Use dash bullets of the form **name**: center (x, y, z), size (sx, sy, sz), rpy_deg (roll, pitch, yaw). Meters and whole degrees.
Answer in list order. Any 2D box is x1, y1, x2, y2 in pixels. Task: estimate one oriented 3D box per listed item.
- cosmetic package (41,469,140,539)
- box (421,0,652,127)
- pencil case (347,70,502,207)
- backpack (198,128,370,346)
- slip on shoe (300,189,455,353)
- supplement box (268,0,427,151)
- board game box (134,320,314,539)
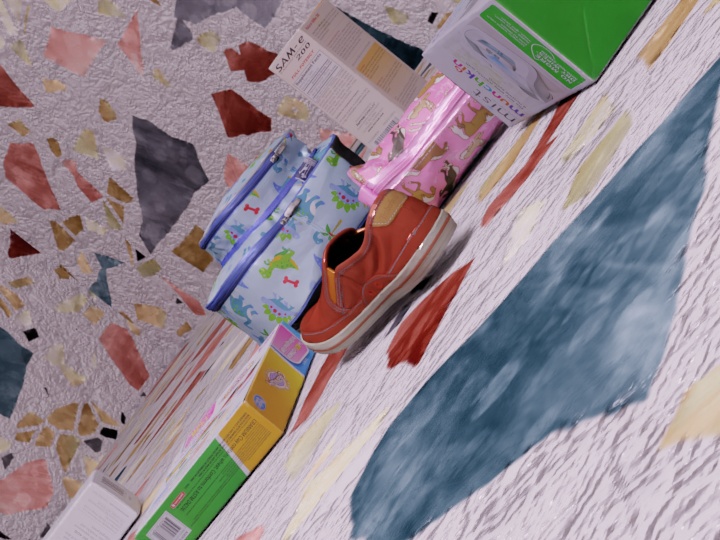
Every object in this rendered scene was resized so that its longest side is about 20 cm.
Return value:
- **cosmetic package**: center (-0.344, 0.337, 1.820), size (0.201, 0.074, 0.102), rpy_deg (-55, 6, -2)
- **box**: center (0.156, -0.218, 1.113), size (0.201, 0.096, 0.176), rpy_deg (-54, 8, -11)
- **pencil case**: center (0.076, -0.127, 1.265), size (0.200, 0.086, 0.083), rpy_deg (-52, 37, 11)
- **backpack**: center (-0.080, -0.031, 1.595), size (0.201, 0.147, 0.183), rpy_deg (-58, 5, -22)
- **slip on shoe**: center (0.000, 0.000, 1.114), size (0.074, 0.061, 0.200), rpy_deg (-58, 6, -32)
- **supplement box**: center (-0.004, -0.237, 1.960), size (0.074, 0.200, 0.126), rpy_deg (-49, 6, 30)
- **board game box**: center (-0.109, 0.139, 1.304), size (0.153, 0.040, 0.200), rpy_deg (-51, 6, 17)
